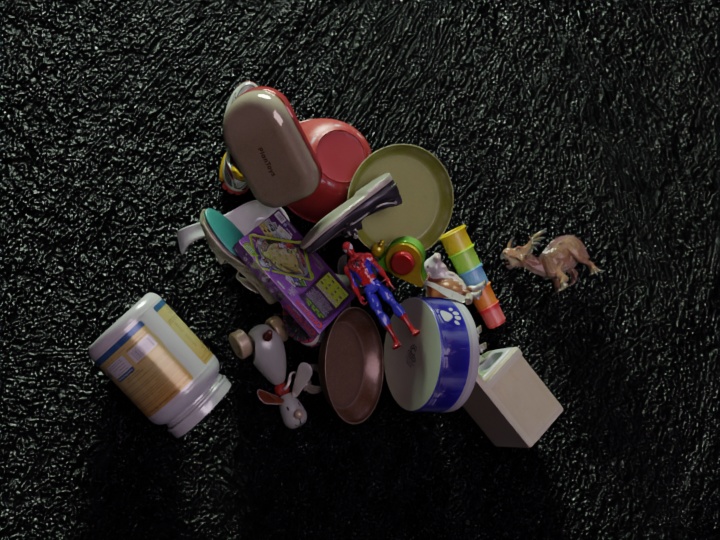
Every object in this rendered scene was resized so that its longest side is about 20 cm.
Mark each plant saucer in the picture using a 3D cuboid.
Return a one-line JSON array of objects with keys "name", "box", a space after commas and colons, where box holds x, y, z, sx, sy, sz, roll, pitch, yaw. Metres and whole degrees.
[{"name": "plant saucer", "box": [0.068, -0.123, 1.582, 0.198, 0.031, 0.202, -3, 100, -15]}, {"name": "plant saucer", "box": [-0.021, 0.165, 1.556, 0.200, 0.036, 0.203, 11, 78, -60]}]

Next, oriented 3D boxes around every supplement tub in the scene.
[{"name": "supplement tub", "box": [-0.317, 0.152, 1.426, 0.145, 0.145, 0.200, -44, 98, -22]}]

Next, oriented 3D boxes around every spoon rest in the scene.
[{"name": "spoon rest", "box": [-0.214, -0.069, 1.547, 0.198, 0.061, 0.100, -11, 75, -21]}]

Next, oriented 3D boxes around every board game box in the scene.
[{"name": "board game box", "box": [-0.109, 0.004, 1.486, 0.200, 0.032, 0.120, 49, 39, -3]}]

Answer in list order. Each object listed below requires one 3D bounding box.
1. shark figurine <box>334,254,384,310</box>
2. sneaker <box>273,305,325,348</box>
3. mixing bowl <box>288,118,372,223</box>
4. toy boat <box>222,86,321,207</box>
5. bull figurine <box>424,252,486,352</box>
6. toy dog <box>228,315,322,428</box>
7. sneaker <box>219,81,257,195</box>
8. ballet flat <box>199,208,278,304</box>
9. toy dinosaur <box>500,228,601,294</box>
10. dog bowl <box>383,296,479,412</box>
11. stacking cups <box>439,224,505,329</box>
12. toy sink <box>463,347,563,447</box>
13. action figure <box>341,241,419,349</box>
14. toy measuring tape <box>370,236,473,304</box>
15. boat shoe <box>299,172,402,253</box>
[{"name": "shark figurine", "box": [0.016, 0.001, 1.608, 0.214, 0.089, 0.129, -45, 117, -38]}, {"name": "sneaker", "box": [-0.114, 0.043, 1.559, 0.080, 0.075, 0.202, -20, 65, 9]}, {"name": "mixing bowl", "box": [-0.052, -0.191, 1.609, 0.198, 0.108, 0.202, 3, 81, -21]}, {"name": "toy boat", "box": [-0.141, -0.216, 1.511, 0.201, 0.129, 0.131, 63, 24, -20]}, {"name": "bull figurine", "box": [0.171, 0.067, 1.663, 0.120, 0.065, 0.202, -2, 89, 21]}, {"name": "toy dog", "box": [-0.137, 0.166, 1.520, 0.200, 0.096, 0.132, 46, 69, -8]}, {"name": "sneaker", "box": [-0.198, -0.237, 1.573, 0.077, 0.082, 0.202, 7, 78, -20]}, {"name": "ballet flat", "box": [-0.203, -0.017, 1.487, 0.200, 0.062, 0.068, 43, 31, -9]}, {"name": "toy dinosaur", "box": [0.391, -0.032, 1.773, 0.199, 0.086, 0.137, -22, 83, -29]}, {"name": "dog bowl", "box": [0.121, 0.147, 1.564, 0.078, 0.200, 0.202, 4, 79, -28]}, {"name": "stacking cups", "box": [0.220, 0.013, 1.713, 0.060, 0.060, 0.201, -31, 97, -23]}, {"name": "toy sink", "box": [0.255, 0.215, 1.649, 0.112, 0.130, 0.200, -42, 96, -22]}, {"name": "action figure", "box": [0.026, 0.035, 1.524, 0.065, 0.052, 0.201, -35, 78, 8]}, {"name": "toy measuring tape", "box": [0.112, -0.009, 1.543, 0.198, 0.074, 0.074, 24, 73, 3]}, {"name": "boat shoe", "box": [-0.012, -0.084, 1.512, 0.200, 0.073, 0.063, -39, 107, -12]}]
